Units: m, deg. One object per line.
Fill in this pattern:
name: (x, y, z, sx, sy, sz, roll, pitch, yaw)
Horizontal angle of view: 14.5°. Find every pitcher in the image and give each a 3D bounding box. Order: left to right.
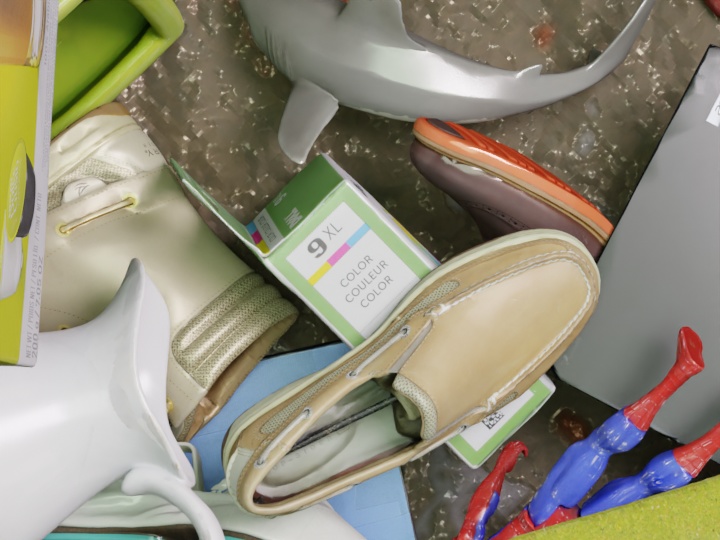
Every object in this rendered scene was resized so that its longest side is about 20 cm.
pitcher: (-0.170, 0.103, 1.307, 0.199, 0.121, 0.172, -19, 68, 1)

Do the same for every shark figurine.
shark figurine: (0.036, -0.113, 1.372, 0.213, 0.128, 0.090, 8, 132, 5)

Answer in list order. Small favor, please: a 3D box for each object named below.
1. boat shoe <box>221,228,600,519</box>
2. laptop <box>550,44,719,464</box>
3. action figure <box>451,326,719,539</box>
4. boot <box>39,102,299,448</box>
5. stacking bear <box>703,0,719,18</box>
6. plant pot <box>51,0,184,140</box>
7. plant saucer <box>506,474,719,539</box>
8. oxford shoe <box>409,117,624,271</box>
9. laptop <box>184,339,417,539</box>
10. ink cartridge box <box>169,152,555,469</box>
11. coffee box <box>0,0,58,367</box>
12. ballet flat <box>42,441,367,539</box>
boat shoe: (0.028, 0.055, 1.291, 0.200, 0.076, 0.072, -37, 102, 1)
laptop: (0.214, 0.017, 1.387, 0.103, 0.200, 0.178, 28, 90, 38)
action figure: (0.103, 0.102, 1.340, 0.065, 0.099, 0.200, 43, 110, -9)
boot: (-0.146, 0.036, 1.402, 0.200, 0.073, 0.156, -42, 82, -6)
stacking bear: (0.208, -0.197, 1.340, 0.121, 0.200, 0.114, -32, 89, 0)
plant pot: (-0.224, -0.131, 1.352, 0.199, 0.200, 0.182, -43, 82, 1)
plant saucer: (0.117, 0.190, 1.314, 0.199, 0.200, 0.048, -13, 47, -36)
oxford shoe: (0.091, -0.003, 1.374, 0.200, 0.071, 0.073, 35, 94, -27)
laptop: (-0.063, 0.152, 1.388, 0.186, 0.200, 0.116, -13, 123, 1)
ink cartridge box: (0.000, 0.000, 1.371, 0.200, 0.104, 0.059, 44, 92, -11)
coffee box: (-0.249, -0.065, 1.149, 0.199, 0.198, 0.201, 1, 84, 12)
ballet flat: (-0.074, 0.116, 1.366, 0.199, 0.069, 0.070, 6, 90, 14)
